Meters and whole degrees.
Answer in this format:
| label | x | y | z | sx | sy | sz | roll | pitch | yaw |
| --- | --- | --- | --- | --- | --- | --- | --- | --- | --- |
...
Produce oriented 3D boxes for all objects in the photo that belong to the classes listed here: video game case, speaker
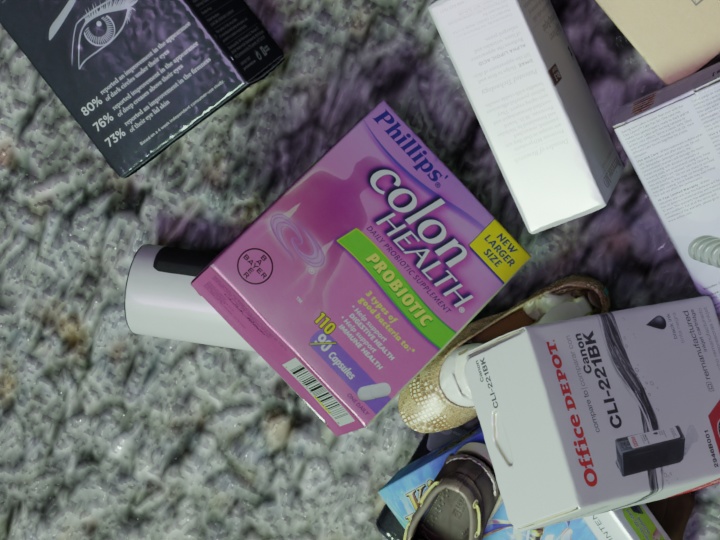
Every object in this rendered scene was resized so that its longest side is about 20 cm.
| label | x | y | z | sx | sy | sz | roll | pitch | yaw |
| --- | --- | --- | --- | --- | --- | --- | --- | --- | --- |
| video game case | 0.137 | 0.210 | 1.585 | 0.200 | 0.045 | 0.181 | -35 | 91 | 40 |
| speaker | -0.095 | 0.030 | 1.645 | 0.200 | 0.081 | 0.081 | 8 | 111 | 14 |

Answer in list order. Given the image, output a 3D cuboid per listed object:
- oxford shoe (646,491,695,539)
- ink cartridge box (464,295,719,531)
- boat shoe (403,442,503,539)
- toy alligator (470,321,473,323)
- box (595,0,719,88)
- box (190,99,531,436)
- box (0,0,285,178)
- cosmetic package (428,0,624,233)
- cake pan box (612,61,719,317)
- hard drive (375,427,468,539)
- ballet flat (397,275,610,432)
| label | x | y | z | sx | sy | sz | roll | pitch | yaw |
| --- | --- | --- | --- | --- | --- | --- | --- | --- | --- |
| oxford shoe | 0.237 | 0.173 | 1.615 | 0.073 | 0.084 | 0.200 | 16 | 111 | 58 |
| ink cartridge box | 0.196 | 0.109 | 1.486 | 0.084 | 0.200 | 0.144 | -32 | 71 | 53 |
| boat shoe | 0.065 | 0.229 | 1.574 | 0.072 | 0.060 | 0.200 | 33 | 129 | 17 |
| toy alligator | 0.148 | 0.118 | 1.608 | 0.200 | 0.059 | 0.054 | 44 | 158 | 19 |
| box | 0.238 | -0.262 | 1.479 | 0.163 | 0.021 | 0.200 | -38 | 97 | 24 |
| box | 0.000 | 0.000 | 1.543 | 0.200 | 0.097 | 0.176 | -44 | 94 | -18 |
| box | -0.187 | -0.203 | 1.574 | 0.148 | 0.104 | 0.200 | -33 | 97 | 24 |
| cosmetic package | 0.132 | -0.141 | 1.510 | 0.074 | 0.102 | 0.200 | -22 | 103 | 23 |
| cake pan box | 0.323 | -0.082 | 1.495 | 0.200 | 0.052 | 0.184 | -25 | 110 | 23 |
| hard drive | 0.121 | 0.229 | 1.677 | 0.200 | 0.042 | 0.135 | 30 | 114 | 4 |
| ballet flat | 0.118 | 0.063 | 1.560 | 0.200 | 0.065 | 0.071 | -35 | 89 | -8 |
